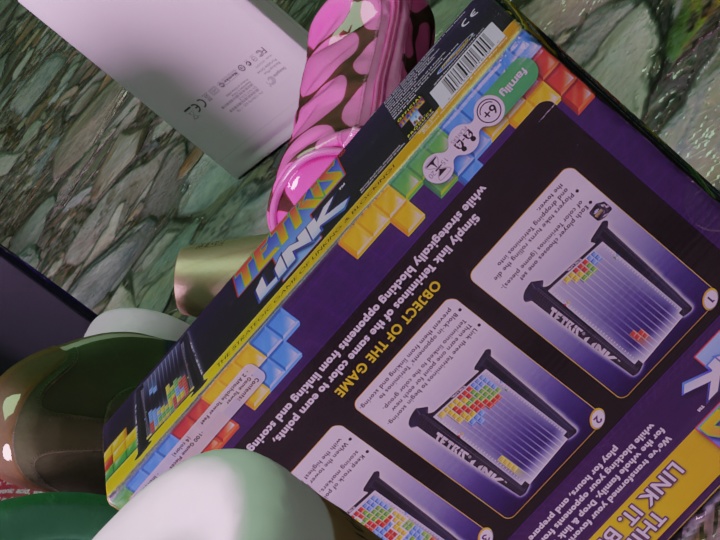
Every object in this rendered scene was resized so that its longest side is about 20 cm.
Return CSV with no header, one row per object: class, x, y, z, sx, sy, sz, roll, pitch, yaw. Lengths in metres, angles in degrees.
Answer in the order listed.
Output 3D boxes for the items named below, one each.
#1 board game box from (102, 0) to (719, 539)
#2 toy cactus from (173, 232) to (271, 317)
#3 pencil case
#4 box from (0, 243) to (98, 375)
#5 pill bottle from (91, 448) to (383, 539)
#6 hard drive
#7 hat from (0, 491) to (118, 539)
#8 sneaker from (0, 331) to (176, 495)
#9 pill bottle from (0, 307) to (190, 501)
board game box,0.039,0.037,0.565,0.200,0.165,0.057,-48,23,10
toy cactus,0.000,0.000,0.736,0.164,0.103,0.200,1,27,10
pencil case,0.002,-0.091,0.961,0.200,0.090,0.094,-85,4,-52
box,-0.219,0.035,1.047,0.079,0.200,0.141,-52,22,-3
pill bottle,0.015,0.141,0.399,0.114,0.200,0.114,-42,23,22
hard drive,-0.119,-0.160,1.155,0.132,0.200,0.027,-33,28,40
hat,-0.137,0.176,0.734,0.165,0.201,0.176,-16,-6,-16
sneaker,-0.056,0.063,0.721,0.090,0.200,0.067,4,92,43
pill bottle,-0.137,0.120,0.863,0.113,0.113,0.200,-29,31,45
